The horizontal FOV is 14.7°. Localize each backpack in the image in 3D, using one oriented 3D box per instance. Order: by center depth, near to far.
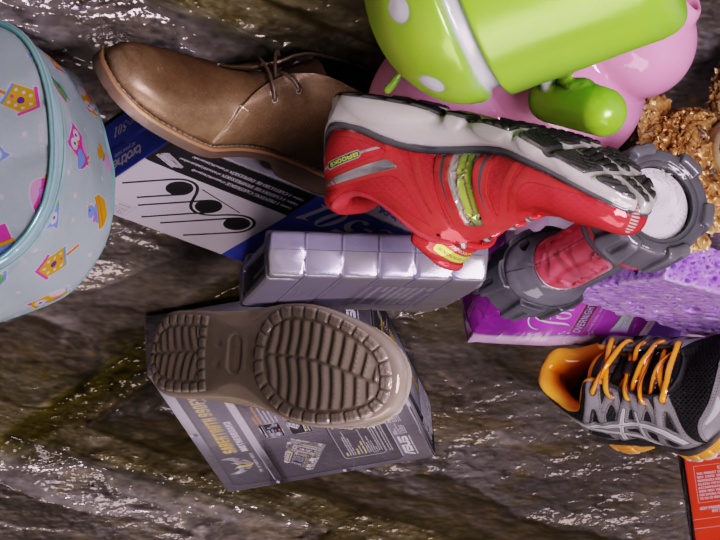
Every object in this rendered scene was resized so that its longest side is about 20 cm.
[{"bbox_3d":[-0.242,-0.050,1.532,0.200,0.176,0.153,-14,154,9],"label":"backpack"}]

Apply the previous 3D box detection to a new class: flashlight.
[{"bbox_3d":[0.125,-0.014,1.562,0.068,0.068,0.200,41,155,-8],"label":"flashlight"}]

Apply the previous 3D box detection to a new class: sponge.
[{"bbox_3d":[0.228,0.020,1.687,0.200,0.030,0.112,15,166,-30],"label":"sponge"}]

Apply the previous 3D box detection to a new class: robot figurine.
[{"bbox_3d":[0.091,-0.157,1.437,0.200,0.116,0.176,-19,113,12],"label":"robot figurine"}]

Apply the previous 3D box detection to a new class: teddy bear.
[{"bbox_3d":[0.244,-0.063,1.613,0.200,0.145,0.067,20,172,-38],"label":"teddy bear"}]

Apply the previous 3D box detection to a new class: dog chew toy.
[{"bbox_3d":[0.101,-0.104,1.550,0.200,0.125,0.125,-31,142,25],"label":"dog chew toy"}]

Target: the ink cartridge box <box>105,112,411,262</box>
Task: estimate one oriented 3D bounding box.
[{"bbox_3d":[-0.064,-0.048,1.694,0.200,0.044,0.094,20,144,-37],"label":"ink cartridge box"}]

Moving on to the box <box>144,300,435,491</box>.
[{"bbox_3d":[-0.045,0.082,1.925,0.158,0.048,0.200,-10,150,11],"label":"box"}]

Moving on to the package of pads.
[{"bbox_3d":[0.170,-0.004,1.776,0.200,0.076,0.121,3,147,-14],"label":"package of pads"}]

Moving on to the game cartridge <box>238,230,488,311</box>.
[{"bbox_3d":[0.000,0.000,1.643,0.130,0.038,0.200,-2,175,-8],"label":"game cartridge"}]

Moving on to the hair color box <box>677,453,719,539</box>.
[{"bbox_3d":[0.241,0.111,1.863,0.061,0.200,0.102,-7,151,5],"label":"hair color box"}]

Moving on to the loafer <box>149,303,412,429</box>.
[{"bbox_3d":[-0.041,0.056,1.719,0.200,0.076,0.068,8,-178,40],"label":"loafer"}]

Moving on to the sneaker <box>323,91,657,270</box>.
[{"bbox_3d":[0.066,-0.039,1.467,0.200,0.085,0.077,15,-170,34],"label":"sneaker"}]

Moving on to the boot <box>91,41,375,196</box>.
[{"bbox_3d":[-0.064,-0.104,1.585,0.200,0.074,0.075,15,131,-43],"label":"boot"}]

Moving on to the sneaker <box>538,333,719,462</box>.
[{"bbox_3d":[0.180,0.073,1.732,0.077,0.078,0.200,27,159,-19],"label":"sneaker"}]
